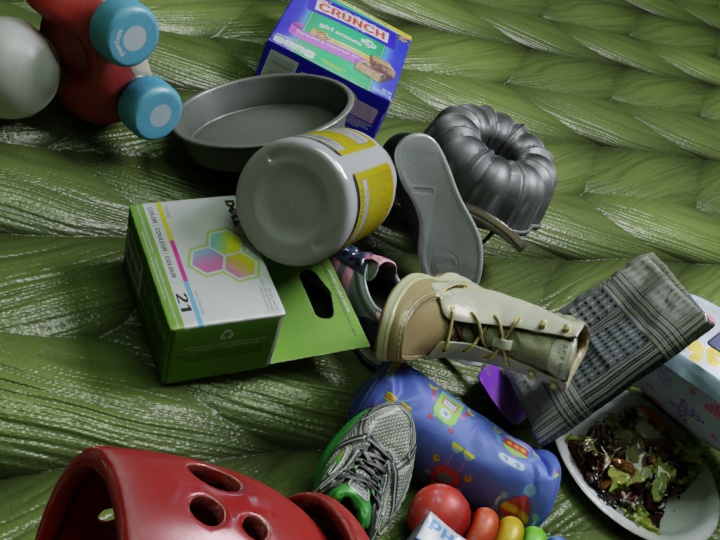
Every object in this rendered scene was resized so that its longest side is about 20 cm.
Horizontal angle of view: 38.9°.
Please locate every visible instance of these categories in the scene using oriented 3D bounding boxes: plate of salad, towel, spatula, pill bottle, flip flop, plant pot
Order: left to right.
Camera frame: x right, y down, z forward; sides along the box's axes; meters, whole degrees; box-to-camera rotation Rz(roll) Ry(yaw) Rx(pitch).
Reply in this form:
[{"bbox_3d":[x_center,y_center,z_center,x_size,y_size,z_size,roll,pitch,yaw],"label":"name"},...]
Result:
[{"bbox_3d":[-0.093,0.213,0.608,0.181,0.201,0.201,11,40,-31],"label":"plant pot"},{"bbox_3d":[-0.029,-0.076,0.954,0.111,0.112,0.200,37,20,8],"label":"pill bottle"},{"bbox_3d":[0.093,-0.055,1.167,0.198,0.058,0.081,18,3,5],"label":"flip flop"},{"bbox_3d":[0.092,0.081,1.037,0.200,0.021,0.056,40,25,15],"label":"spatula"},{"bbox_3d":[0.227,0.064,0.984,0.035,0.192,0.200,49,11,-14],"label":"towel"},{"bbox_3d":[0.285,0.186,1.033,0.198,0.048,0.201,20,39,-16],"label":"plate of salad"}]

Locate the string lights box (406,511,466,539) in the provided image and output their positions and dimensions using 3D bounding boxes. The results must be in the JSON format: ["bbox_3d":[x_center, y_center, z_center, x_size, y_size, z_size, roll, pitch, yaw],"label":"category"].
[{"bbox_3d":[0.044,0.282,0.740,0.102,0.059,0.200,36,37,5],"label":"string lights box"}]

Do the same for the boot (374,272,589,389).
[{"bbox_3d":[0.111,0.058,0.889,0.153,0.073,0.200,21,15,24],"label":"boot"}]

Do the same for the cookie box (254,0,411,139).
[{"bbox_3d":[-0.032,-0.271,1.313,0.170,0.076,0.201,25,36,-7],"label":"cookie box"}]

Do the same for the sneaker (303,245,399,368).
[{"bbox_3d":[0.000,0.000,1.016,0.070,0.082,0.200,-11,53,-42],"label":"sneaker"}]

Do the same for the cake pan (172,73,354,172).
[{"bbox_3d":[-0.103,-0.159,1.093,0.198,0.037,0.201,-5,31,3],"label":"cake pan"}]

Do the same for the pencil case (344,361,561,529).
[{"bbox_3d":[0.085,0.153,0.902,0.199,0.078,0.087,31,47,-1],"label":"pencil case"}]

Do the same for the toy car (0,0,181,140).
[{"bbox_3d":[-0.314,-0.193,0.995,0.199,0.178,0.184,-35,54,-21],"label":"toy car"}]

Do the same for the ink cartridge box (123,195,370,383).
[{"bbox_3d":[-0.097,0.007,0.915,0.198,0.076,0.149,-8,51,-25],"label":"ink cartridge box"}]

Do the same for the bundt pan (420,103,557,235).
[{"bbox_3d":[0.167,-0.141,1.305,0.200,0.076,0.203,19,39,-15],"label":"bundt pan"}]

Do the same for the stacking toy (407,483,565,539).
[{"bbox_3d":[0.129,0.241,0.844,0.199,0.086,0.085,28,36,6],"label":"stacking toy"}]

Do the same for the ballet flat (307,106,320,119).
[{"bbox_3d":[-0.069,-0.111,1.120,0.071,0.069,0.201,50,33,-16],"label":"ballet flat"}]

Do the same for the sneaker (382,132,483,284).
[{"bbox_3d":[0.077,-0.063,1.103,0.070,0.202,0.099,-21,22,-3],"label":"sneaker"}]

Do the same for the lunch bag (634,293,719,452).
[{"bbox_3d":[0.369,0.113,1.038,0.169,0.128,0.199,38,9,33],"label":"lunch bag"}]

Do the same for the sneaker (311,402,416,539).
[{"bbox_3d":[-0.001,0.177,0.785,0.078,0.085,0.201,33,47,-1],"label":"sneaker"}]
